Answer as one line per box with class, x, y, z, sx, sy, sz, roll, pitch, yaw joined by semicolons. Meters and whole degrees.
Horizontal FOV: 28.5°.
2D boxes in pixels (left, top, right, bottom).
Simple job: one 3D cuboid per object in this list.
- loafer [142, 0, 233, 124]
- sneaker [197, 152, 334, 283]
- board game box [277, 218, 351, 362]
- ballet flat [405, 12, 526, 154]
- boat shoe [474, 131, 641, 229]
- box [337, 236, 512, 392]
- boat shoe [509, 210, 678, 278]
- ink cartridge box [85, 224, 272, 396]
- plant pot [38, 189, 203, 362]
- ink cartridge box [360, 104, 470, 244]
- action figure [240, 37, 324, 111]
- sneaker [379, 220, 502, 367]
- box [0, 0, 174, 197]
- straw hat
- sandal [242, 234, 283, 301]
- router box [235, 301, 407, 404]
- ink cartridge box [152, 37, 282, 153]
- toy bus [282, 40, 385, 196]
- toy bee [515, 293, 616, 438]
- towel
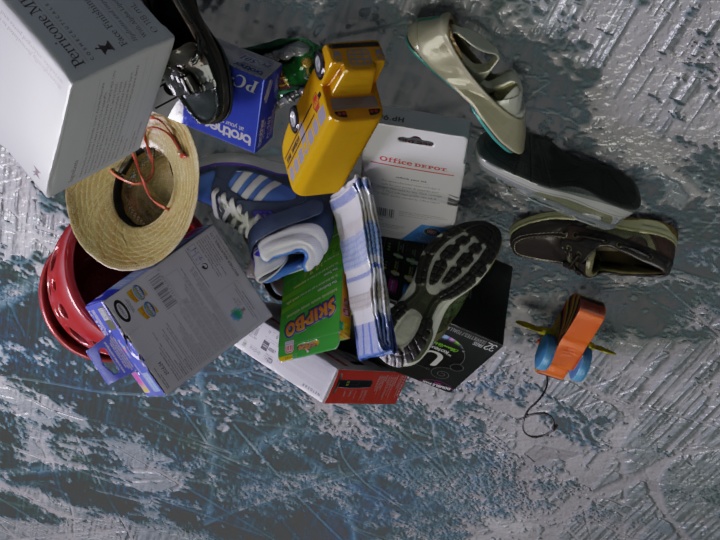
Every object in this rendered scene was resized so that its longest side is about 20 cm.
loafer;-0.188;-0.239;1.427;0.072;0.063;0.201;-12;102;26
sneaker;-0.130;-0.056;1.680;0.199;0.147;0.081;7;145;7
board game box;-0.051;0.012;1.706;0.095;0.201;0.030;-16;147;35
ballet flat;0.129;-0.197;1.477;0.069;0.070;0.200;-20;134;38
boat shoe;0.213;-0.097;1.581;0.201;0.075;0.065;16;142;-17
box;0.066;0.040;1.777;0.199;0.125;0.149;21;144;-14
boat shoe;0.270;-0.026;1.667;0.199;0.065;0.073;0;145;19
ink cartridge box;-0.225;0.056;1.670;0.137;0.200;0.076;57;153;-10
plant pot;-0.301;0.013;1.791;0.200;0.201;0.182;27;159;-20
ink cartridge box;0.061;-0.118;1.601;0.115;0.068;0.200;9;146;2
action figure;-0.104;-0.209;1.544;0.199;0.055;0.118;-12;136;25
sneaker;0.094;0.027;1.649;0.077;0.200;0.089;41;-175;19
box;-0.315;-0.222;1.444;0.199;0.131;0.200;48;146;12
straw hat;-0.246;-0.097;1.681;0.200;0.202;0.085;-6;176;26
sandal;-0.095;0.007;1.838;0.081;0.055;0.200;-3;145;22
router box;-0.063;0.104;1.824;0.200;0.049;0.179;30;-170;31
ink cartridge box;-0.184;-0.207;1.508;0.199;0.044;0.094;22;129;14
toy bus;-0.028;-0.162;1.506;0.065;0.079;0.200;-5;156;-21
toy bee;0.251;0.099;1.840;0.131;0.109;0.200;36;115;-18
towel;0.000;0.000;1.598;0.024;0.201;0.147;-8;176;-14
